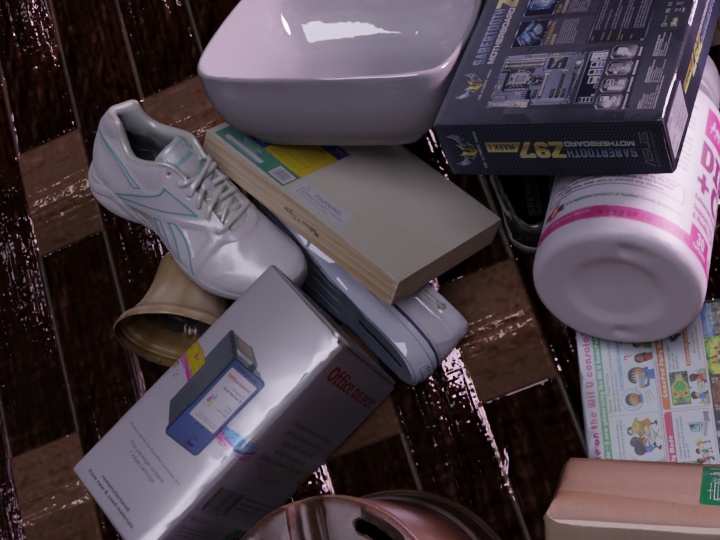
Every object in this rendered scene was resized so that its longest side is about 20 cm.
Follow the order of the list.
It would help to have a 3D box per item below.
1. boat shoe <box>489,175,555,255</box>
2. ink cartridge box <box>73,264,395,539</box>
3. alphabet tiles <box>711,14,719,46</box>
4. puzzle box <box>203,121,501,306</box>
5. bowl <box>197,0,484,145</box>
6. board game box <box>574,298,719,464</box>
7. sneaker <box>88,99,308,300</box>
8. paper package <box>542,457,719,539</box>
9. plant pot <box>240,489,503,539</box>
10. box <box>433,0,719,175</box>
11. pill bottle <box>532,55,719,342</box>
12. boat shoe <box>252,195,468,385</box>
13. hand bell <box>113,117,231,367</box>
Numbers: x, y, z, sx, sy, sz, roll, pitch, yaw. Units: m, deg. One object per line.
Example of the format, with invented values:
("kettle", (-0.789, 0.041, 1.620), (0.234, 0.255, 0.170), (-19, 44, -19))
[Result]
("boat shoe", (0.120, -0.115, 0.957), (0.070, 0.064, 0.203), (-16, 69, 10))
("ink cartridge box", (-0.083, 0.112, 0.904), (0.200, 0.145, 0.088), (-44, 67, 0))
("alphabet tiles", (0.294, -0.202, 0.881), (0.165, 0.008, 0.203), (-10, 114, 28))
("puzzle box", (-0.007, -0.063, 0.955), (0.199, 0.026, 0.132), (39, 43, 23))
("bowl", (-0.005, -0.159, 0.951), (0.196, 0.076, 0.201), (1, 36, 17))
("board game box", (0.251, 0.098, 0.859), (0.196, 0.064, 0.150), (-6, 72, 12))
("sneaker", (-0.122, -0.050, 0.928), (0.199, 0.081, 0.070), (33, 51, 14))
("paper package", (0.213, 0.218, 0.773), (0.196, 0.103, 0.194), (2, 106, 16))
("plant pot", (0.005, 0.231, 0.817), (0.197, 0.198, 0.204), (-4, 72, 13))
("box", (0.152, -0.152, 0.850), (0.155, 0.051, 0.202), (2, 51, 29))
("pill bottle", (0.190, -0.062, 0.866), (0.111, 0.114, 0.202), (6, 52, 17))
("boat shoe", (0.000, 0.000, 0.964), (0.066, 0.074, 0.200), (-36, 71, -20))
("hand bell", (-0.124, -0.033, 1.004), (0.102, 0.105, 0.203), (1, 62, 16))
